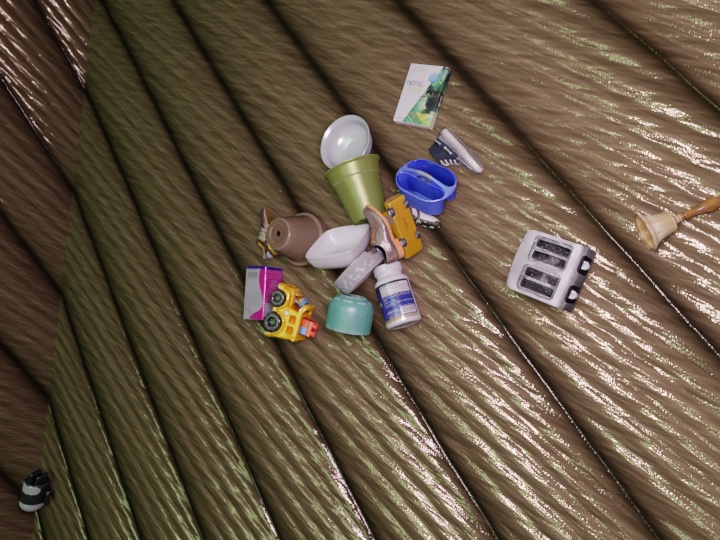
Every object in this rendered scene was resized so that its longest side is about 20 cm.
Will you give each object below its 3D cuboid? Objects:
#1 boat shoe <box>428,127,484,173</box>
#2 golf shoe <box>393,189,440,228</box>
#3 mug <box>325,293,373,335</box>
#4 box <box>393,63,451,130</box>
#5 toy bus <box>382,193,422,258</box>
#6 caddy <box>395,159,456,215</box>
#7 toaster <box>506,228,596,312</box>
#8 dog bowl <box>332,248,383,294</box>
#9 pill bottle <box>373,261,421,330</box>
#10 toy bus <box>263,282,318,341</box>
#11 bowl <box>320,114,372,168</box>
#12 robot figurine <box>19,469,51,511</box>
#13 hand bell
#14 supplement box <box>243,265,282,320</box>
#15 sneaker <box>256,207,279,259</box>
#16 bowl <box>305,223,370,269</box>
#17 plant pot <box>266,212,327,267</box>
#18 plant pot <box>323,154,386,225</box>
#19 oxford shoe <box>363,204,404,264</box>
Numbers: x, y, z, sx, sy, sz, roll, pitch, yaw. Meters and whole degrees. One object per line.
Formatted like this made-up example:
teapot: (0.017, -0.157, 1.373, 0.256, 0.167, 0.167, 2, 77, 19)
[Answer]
boat shoe: (0.295, -0.348, 1.561, 0.093, 0.075, 0.200, -48, 55, 26)
golf shoe: (0.177, -0.199, 1.612, 0.200, 0.077, 0.088, 30, 92, 29)
mug: (-0.046, 0.137, 1.665, 0.185, 0.152, 0.115, 13, 94, 29)
box: (0.202, -0.575, 1.656, 0.144, 0.036, 0.200, 20, 97, 32)
toy bus: (0.129, -0.139, 1.566, 0.078, 0.065, 0.200, 27, 146, 60)
caddy: (0.204, -0.266, 1.551, 0.200, 0.105, 0.141, 33, 72, 29)
toaster: (0.507, -0.006, 1.359, 0.200, 0.119, 0.181, 25, 97, 31)
dog bowl: (0.000, 0.000, 1.635, 0.059, 0.200, 0.200, 46, 110, 3)
pill bottle: (0.112, 0.079, 1.597, 0.116, 0.116, 0.200, -24, 72, 27)
toy bus: (-0.229, 0.160, 1.802, 0.192, 0.136, 0.201, 14, 90, 19)
bowl: (-0.034, -0.429, 1.751, 0.201, 0.090, 0.202, -8, 75, 31)
robot figurine: (-1.684, 1.141, 2.599, 0.150, 0.125, 0.201, 19, 95, 49)
hand bell: (0.793, -0.136, 1.228, 0.200, 0.104, 0.104, -26, 72, 14)
supplement box: (-0.369, 0.088, 1.903, 0.101, 0.103, 0.201, 1, 84, 31)
sneaker: (-0.369, -0.143, 1.943, 0.090, 0.075, 0.200, -22, 73, 23)
bowl: (-0.067, -0.073, 1.702, 0.200, 0.200, 0.075, -4, 122, 30)
plant pot: (-0.242, -0.117, 1.804, 0.200, 0.174, 0.201, -3, 84, 32)
plant pot: (0.001, -0.258, 1.675, 0.200, 0.200, 0.190, -21, 86, 28)
oxford shoe: (0.058, -0.114, 1.569, 0.073, 0.071, 0.200, -31, 84, -16)
